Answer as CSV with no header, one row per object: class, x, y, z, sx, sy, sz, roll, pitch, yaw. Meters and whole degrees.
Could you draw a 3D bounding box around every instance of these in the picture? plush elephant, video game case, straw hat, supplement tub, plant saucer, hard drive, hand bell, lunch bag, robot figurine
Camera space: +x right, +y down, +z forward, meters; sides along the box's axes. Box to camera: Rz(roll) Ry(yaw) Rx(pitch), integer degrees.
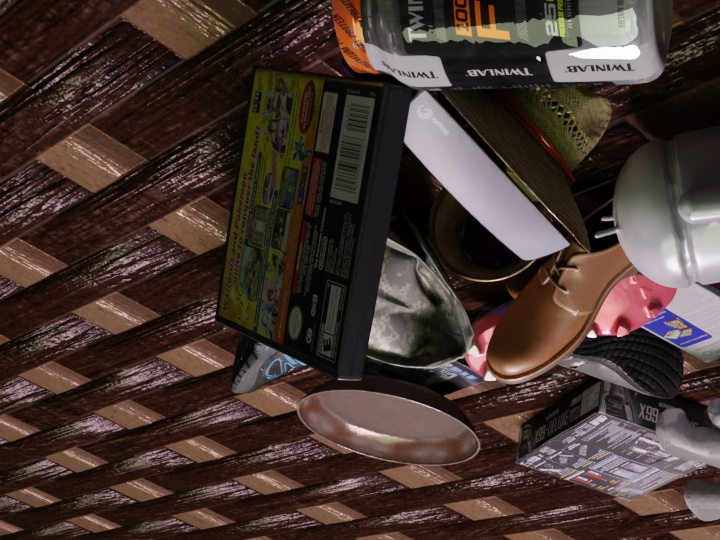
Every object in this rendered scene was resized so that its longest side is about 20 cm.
plush elephant,0.400,0.143,1.237,0.199,0.155,0.165,-2,140,38
video game case,-0.039,-0.041,0.927,0.025,0.201,0.180,5,-172,-35
straw hat,0.134,-0.110,0.934,0.085,0.201,0.201,-42,131,9
supplement tub,0.090,-0.176,0.811,0.199,0.123,0.123,0,149,20
plant saucer,0.032,0.158,1.381,0.199,0.032,0.200,10,153,5
hard drive,0.069,-0.091,0.965,0.042,0.135,0.200,-43,130,8
hand bell,0.133,-0.009,1.150,0.104,0.105,0.200,2,162,18
lunch bag,0.000,0.000,1.101,0.199,0.118,0.164,21,-168,-13
robot figurine,0.273,-0.051,0.949,0.199,0.114,0.170,-11,177,16

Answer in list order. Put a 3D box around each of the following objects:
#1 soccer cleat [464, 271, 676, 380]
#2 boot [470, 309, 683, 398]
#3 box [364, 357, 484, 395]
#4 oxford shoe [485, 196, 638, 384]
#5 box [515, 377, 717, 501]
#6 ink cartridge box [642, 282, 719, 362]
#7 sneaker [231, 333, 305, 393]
soccer cleat,0.180,0.034,1.137,0.199,0.077,0.067,-26,109,18
boot,0.214,0.073,1.276,0.199,0.068,0.130,23,165,-30
box,0.014,0.070,1.330,0.200,0.050,0.158,28,149,-26
oxford shoe,0.168,0.007,1.056,0.071,0.200,0.071,43,-176,35
box,0.289,0.192,1.450,0.157,0.050,0.200,19,150,-12
ink cartridge box,0.280,0.022,1.171,0.199,0.037,0.095,25,148,-25
sneaker,-0.074,0.078,1.241,0.082,0.074,0.200,13,158,-13
